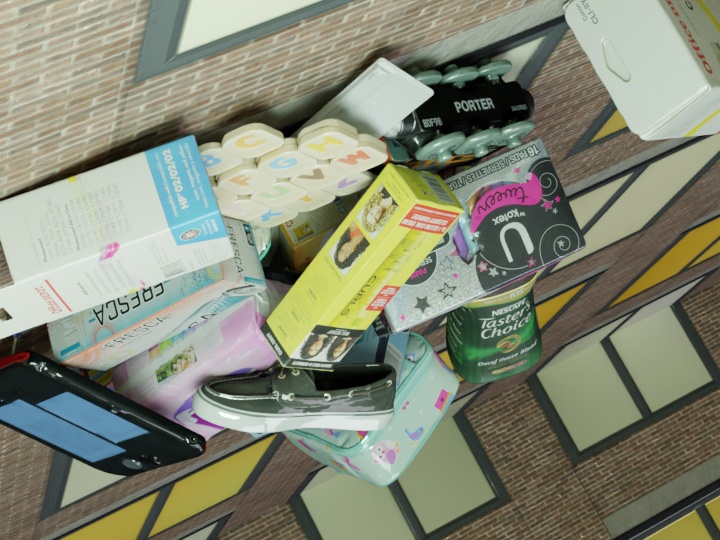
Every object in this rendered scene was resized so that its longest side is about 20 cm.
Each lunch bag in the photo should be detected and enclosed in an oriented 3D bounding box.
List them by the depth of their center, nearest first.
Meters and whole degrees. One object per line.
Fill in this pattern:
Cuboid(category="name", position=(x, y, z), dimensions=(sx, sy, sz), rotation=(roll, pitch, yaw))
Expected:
Cuboid(category="lunch bag", position=(0.003, 0.129, 1.638), dimensions=(0.161, 0.077, 0.199), rotation=(-54, -150, -14))

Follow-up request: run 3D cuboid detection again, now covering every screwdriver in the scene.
Cuboid(category="screwdriver", position=(-0.309, 0.061, 1.398), dimensions=(0.029, 0.028, 0.200), rotation=(9, 154, -18))

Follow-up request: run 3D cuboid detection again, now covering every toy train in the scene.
Cuboid(category="toy train", position=(0.069, -0.128, 1.390), dimensions=(0.113, 0.086, 0.199), rotation=(-28, 171, 42))

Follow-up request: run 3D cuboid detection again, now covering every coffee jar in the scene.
Cuboid(category="coffee jar", position=(0.136, 0.029, 1.642), dimensions=(0.103, 0.086, 0.201), rotation=(-17, 143, -5))

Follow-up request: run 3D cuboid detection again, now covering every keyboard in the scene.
Cuboid(category="keyboard", position=(-0.022, -0.110, 1.311), dimensions=(0.056, 0.011, 0.199), rotation=(24, 140, -29))

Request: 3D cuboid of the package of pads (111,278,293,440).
Cuboid(category="package of pads", position=(-0.129, 0.084, 1.491), dimensions=(0.199, 0.076, 0.120), rotation=(-36, 145, 29))

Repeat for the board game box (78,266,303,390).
Cuboid(category="board game box", position=(-0.162, 0.065, 1.585), dimensions=(0.199, 0.057, 0.164), rotation=(-37, 149, 32))

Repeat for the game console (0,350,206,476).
Cuboid(category="game console", position=(-0.261, 0.136, 1.446), dimensions=(0.199, 0.031, 0.176), rotation=(30, 155, -27))

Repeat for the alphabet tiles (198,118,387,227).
Cuboid(category="alphabet tiles", position=(-0.080, -0.071, 1.292), dimensions=(0.198, 0.015, 0.195), rotation=(-21, 160, 24))

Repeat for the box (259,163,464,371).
Cuboid(category="box", position=(0.000, 0.000, 1.367), dimensions=(0.075, 0.050, 0.200), rotation=(10, 126, -50))

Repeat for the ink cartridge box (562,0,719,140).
Cuboid(category="ink cartridge box", position=(0.291, -0.202, 1.427), dimensions=(0.083, 0.146, 0.199), rotation=(-38, 165, 34))

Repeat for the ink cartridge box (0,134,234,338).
Cuboid(category="ink cartridge box", position=(-0.202, -0.022, 1.180), dimensions=(0.198, 0.069, 0.115), rotation=(-20, 164, -4))

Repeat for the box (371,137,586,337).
Cuboid(category="box", position=(0.092, -0.027, 1.482), dimensions=(0.198, 0.116, 0.132), rotation=(-25, 179, -8))

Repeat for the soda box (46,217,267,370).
Cuboid(category="soda box", position=(-0.180, 0.022, 1.363), dimensions=(0.199, 0.064, 0.068), rotation=(-26, 161, 28))

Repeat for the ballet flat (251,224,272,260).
Cuboid(category="ballet flat", position=(-0.166, 0.007, 1.429), dimensions=(0.199, 0.072, 0.072), rotation=(-38, 165, 24))

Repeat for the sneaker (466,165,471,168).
Cuboid(category="sneaker", position=(0.059, -0.034, 1.724), dimensions=(0.199, 0.079, 0.066), rotation=(-32, 170, 17))

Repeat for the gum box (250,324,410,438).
Cuboid(category="gum box", position=(-0.033, 0.070, 1.631), dimensions=(0.199, 0.171, 0.045), rotation=(-23, 129, 35))

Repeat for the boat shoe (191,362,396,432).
Cuboid(category="boat shoe", position=(-0.058, 0.109, 1.444), dimensions=(0.198, 0.069, 0.057), rotation=(3, 111, -26))

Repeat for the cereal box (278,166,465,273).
Cuboid(category="cereal box", position=(0.012, -0.062, 1.593), dimensions=(0.198, 0.040, 0.144), rotation=(-28, 167, -7))
